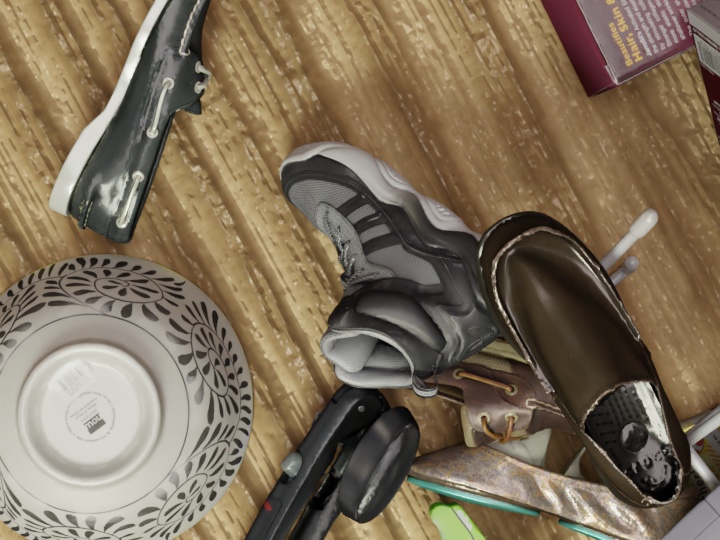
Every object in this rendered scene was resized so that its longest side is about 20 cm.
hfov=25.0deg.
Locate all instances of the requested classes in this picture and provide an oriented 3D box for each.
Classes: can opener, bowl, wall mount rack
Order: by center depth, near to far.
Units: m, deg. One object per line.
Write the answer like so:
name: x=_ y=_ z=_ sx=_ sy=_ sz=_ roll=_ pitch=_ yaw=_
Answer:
wall mount rack: x=0.187 y=0.044 z=1.007 sx=0.074 sy=0.174 sz=0.200 roll=-39 pitch=80 yaw=2
bowl: x=-0.167 y=0.088 z=1.033 sx=0.199 sy=0.094 sz=0.202 roll=0 pitch=89 yaw=-5
can opener: x=-0.039 y=0.160 z=1.055 sx=0.063 sy=0.079 sz=0.200 roll=35 pitch=96 yaw=-18

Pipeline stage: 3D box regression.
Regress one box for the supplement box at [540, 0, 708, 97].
supplement box: x=0.221 y=-0.208 z=1.068 sx=0.199 sy=0.086 sz=0.111 roll=-27 pitch=91 yaw=-4

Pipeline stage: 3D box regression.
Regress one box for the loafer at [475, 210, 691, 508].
loafer: x=0.139 y=0.053 z=0.942 sx=0.073 sy=0.071 sz=0.200 roll=-35 pitch=98 yaw=-1

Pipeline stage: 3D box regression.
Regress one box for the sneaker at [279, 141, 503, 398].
sneaker: x=0.000 y=0.000 z=1.014 sx=0.200 sy=0.076 sz=0.114 roll=34 pitch=63 yaw=27

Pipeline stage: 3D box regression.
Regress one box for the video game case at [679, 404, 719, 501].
video game case: x=0.311 y=0.171 z=1.098 sx=0.181 sy=0.023 sz=0.201 roll=-22 pitch=91 yaw=-4

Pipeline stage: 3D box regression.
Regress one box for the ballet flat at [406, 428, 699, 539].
ballet flat: x=0.128 y=0.136 z=1.065 sx=0.199 sy=0.068 sz=0.068 roll=18 pitch=84 yaw=-3

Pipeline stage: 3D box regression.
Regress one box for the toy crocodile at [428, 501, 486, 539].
toy crocodile: x=0.104 y=0.235 z=1.060 sx=0.062 sy=0.068 sz=0.200 roll=-37 pitch=91 yaw=-3

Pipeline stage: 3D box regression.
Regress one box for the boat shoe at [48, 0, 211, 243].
boat shoe: x=-0.130 y=-0.114 z=1.054 sx=0.060 sy=0.076 sz=0.201 roll=28 pitch=99 yaw=-2

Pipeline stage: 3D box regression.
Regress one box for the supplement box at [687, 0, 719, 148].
supplement box: x=0.288 y=-0.092 z=1.040 sx=0.108 sy=0.061 sz=0.201 roll=-24 pitch=121 yaw=-4

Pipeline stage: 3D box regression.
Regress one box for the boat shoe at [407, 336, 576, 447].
boat shoe: x=0.087 y=0.082 z=1.035 sx=0.199 sy=0.072 sz=0.072 roll=25 pitch=77 yaw=19

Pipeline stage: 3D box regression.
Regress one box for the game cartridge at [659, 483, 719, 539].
game cartridge: x=0.274 y=0.141 z=1.020 sx=0.200 sy=0.133 sz=0.042 roll=-37 pitch=62 yaw=-5
